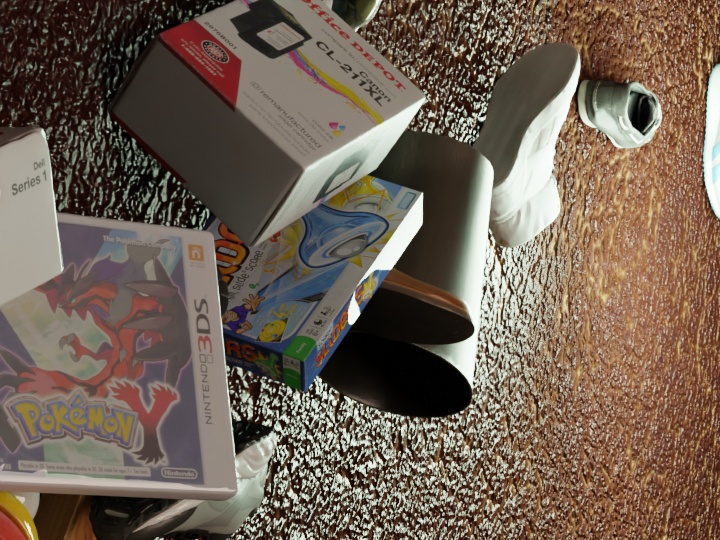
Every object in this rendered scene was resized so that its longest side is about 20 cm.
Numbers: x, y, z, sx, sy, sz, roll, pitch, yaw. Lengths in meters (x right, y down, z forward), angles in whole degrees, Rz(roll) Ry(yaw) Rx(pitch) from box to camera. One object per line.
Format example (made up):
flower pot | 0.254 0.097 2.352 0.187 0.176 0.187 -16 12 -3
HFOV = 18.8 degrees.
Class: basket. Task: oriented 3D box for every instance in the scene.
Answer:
basket | 0.041 -0.003 1.829 0.180 0.135 0.202 53 43 -58

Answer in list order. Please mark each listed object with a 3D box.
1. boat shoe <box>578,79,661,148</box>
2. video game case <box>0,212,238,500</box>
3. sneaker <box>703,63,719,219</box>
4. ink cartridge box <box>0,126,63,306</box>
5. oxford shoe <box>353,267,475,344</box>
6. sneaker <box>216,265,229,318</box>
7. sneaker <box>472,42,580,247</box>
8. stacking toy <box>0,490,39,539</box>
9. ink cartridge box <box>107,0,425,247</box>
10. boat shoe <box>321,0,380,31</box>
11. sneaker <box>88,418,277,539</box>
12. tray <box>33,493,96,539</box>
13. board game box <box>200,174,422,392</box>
boat shoe | 0.297 -0.170 2.375 0.200 0.057 0.068 9 85 -62
video game case | -0.173 0.052 1.382 0.199 0.023 0.184 6 67 -34
sneaker | 0.471 -0.153 2.687 0.076 0.080 0.202 -19 111 -62
ink cartridge box | -0.277 -0.020 1.137 0.145 0.199 0.085 -34 121 -56
oxford shoe | 0.000 0.000 1.693 0.071 0.199 0.072 115 -6 -55
sneaker | -0.188 0.042 1.451 0.199 0.087 0.076 -6 71 -38
sneaker | 0.166 -0.118 2.123 0.201 0.073 0.116 -59 144 -27
stacking toy | -0.246 0.176 1.335 0.200 0.145 0.147 -74 156 -64
ink cartridge box | -0.064 -0.121 1.582 0.083 0.146 0.200 -53 171 33
boat shoe | -0.013 -0.225 1.763 0.071 0.069 0.201 61 40 -42
sneaker | -0.118 0.163 1.523 0.200 0.073 0.080 -21 116 -61
tray | -0.180 0.163 1.516 0.099 0.037 0.201 56 46 -50
board game box | -0.055 -0.006 1.619 0.035 0.134 0.200 89 26 -43
